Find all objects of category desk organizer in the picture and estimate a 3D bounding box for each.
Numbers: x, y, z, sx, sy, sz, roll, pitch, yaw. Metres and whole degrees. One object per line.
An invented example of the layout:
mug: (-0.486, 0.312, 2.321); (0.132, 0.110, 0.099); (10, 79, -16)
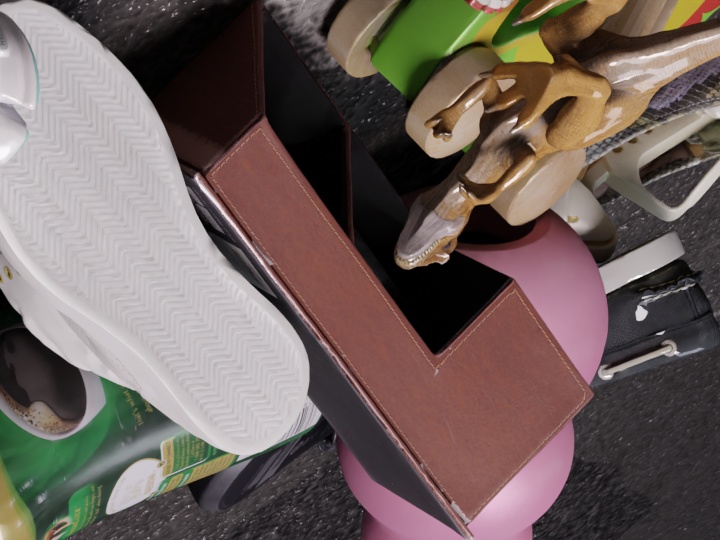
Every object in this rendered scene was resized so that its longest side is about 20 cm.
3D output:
desk organizer: (0.000, 0.000, 1.103); (0.077, 0.072, 0.200); (-45, 124, -13)

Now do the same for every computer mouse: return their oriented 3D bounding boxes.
computer mouse: (-0.031, 0.051, 1.388); (0.139, 0.053, 0.200); (-51, 169, 30)

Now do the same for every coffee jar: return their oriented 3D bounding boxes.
coffee jar: (-0.116, 0.054, 1.152); (0.200, 0.104, 0.085); (-26, 158, -26)

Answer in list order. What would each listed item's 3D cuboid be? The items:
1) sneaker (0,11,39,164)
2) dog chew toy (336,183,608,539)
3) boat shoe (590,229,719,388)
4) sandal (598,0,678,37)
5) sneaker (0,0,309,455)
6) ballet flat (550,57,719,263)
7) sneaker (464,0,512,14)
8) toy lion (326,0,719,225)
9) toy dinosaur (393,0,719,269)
sneaker: (-0.197, -0.029, 0.893); (0.200, 0.078, 0.091); (-41, 145, 0)
dog chew toy: (0.043, 0.065, 1.308); (0.124, 0.124, 0.201); (-20, 126, -39)
boat shoe: (0.081, 0.050, 1.387); (0.200, 0.060, 0.076); (-32, 174, 40)
sandal: (0.102, -0.159, 1.082); (0.212, 0.069, 0.078); (-63, -171, -12)
sneaker: (-0.108, -0.020, 1.034); (0.074, 0.115, 0.200); (-46, 128, -19)
ballet flat: (0.114, -0.043, 1.382); (0.200, 0.072, 0.072); (-30, 160, -18)
sneaker: (0.035, -0.148, 0.983); (0.082, 0.078, 0.200); (-40, 161, 6)
toy lion: (0.096, -0.117, 1.201); (0.192, 0.069, 0.200); (-46, 160, 5)
toy dinosaur: (0.088, -0.069, 1.023); (0.199, 0.061, 0.106); (-26, 155, 16)
